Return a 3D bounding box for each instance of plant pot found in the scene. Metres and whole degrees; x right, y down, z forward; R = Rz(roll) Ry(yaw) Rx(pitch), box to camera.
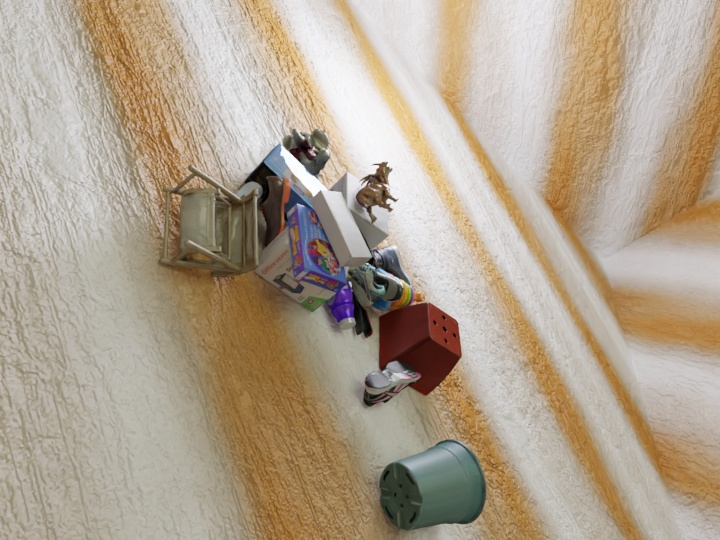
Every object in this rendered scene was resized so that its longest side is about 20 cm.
[{"bbox_3d":[0.162,0.521,1.364,0.194,0.200,0.202,3,56,-39],"label":"plant pot"},{"bbox_3d":[0.186,0.210,1.675,0.199,0.176,0.201,33,38,-27],"label":"plant pot"}]

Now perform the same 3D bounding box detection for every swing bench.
[{"bbox_3d":[-0.347,-0.104,1.336,0.199,0.129,0.201,18,58,-43],"label":"swing bench"}]

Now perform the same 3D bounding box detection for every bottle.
[{"bbox_3d":[-0.062,0.066,1.591,0.065,0.084,0.202,2,58,-35],"label":"bottle"}]

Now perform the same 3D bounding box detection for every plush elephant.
[{"bbox_3d":[-0.178,-0.376,1.797,0.200,0.163,0.157,17,54,-81],"label":"plush elephant"}]

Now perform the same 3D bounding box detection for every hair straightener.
[{"bbox_3d":[-0.018,0.098,1.653,0.076,0.041,0.202,20,45,-39],"label":"hair straightener"}]

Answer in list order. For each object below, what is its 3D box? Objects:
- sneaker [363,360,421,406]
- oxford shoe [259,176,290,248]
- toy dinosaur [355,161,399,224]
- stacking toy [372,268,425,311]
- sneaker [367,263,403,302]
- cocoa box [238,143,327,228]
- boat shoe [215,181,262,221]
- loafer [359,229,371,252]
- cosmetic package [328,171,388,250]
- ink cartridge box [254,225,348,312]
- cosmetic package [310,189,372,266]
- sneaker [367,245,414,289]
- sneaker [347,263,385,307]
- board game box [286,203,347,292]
[{"bbox_3d":[0.075,0.308,1.536,0.198,0.087,0.080,-5,34,-41],"label":"sneaker"},{"bbox_3d":[-0.241,-0.152,1.526,0.072,0.071,0.203,7,96,-26],"label":"oxford shoe"},{"bbox_3d":[0.033,-0.220,1.614,0.136,0.086,0.200,47,45,6],"label":"toy dinosaur"},{"bbox_3d":[0.125,0.073,1.758,0.198,0.111,0.116,12,13,-40],"label":"stacking toy"},{"bbox_3d":[0.041,0.036,1.649,0.199,0.075,0.079,27,12,37],"label":"sneaker"},{"bbox_3d":[-0.217,-0.232,1.633,0.200,0.131,0.134,42,35,-15],"label":"cocoa box"},{"bbox_3d":[-0.334,-0.162,1.488,0.069,0.057,0.200,50,52,-1],"label":"boat shoe"},{"bbox_3d":[-0.025,-0.088,1.580,0.068,0.070,0.201,-52,130,-15],"label":"loafer"},{"bbox_3d":[-0.041,-0.144,1.705,0.165,0.200,0.169,30,39,-29],"label":"cosmetic package"},{"bbox_3d":[-0.152,-0.004,1.490,0.199,0.145,0.088,39,35,-20],"label":"ink cartridge box"},{"bbox_3d":[-0.051,-0.106,1.446,0.082,0.050,0.202,1,59,-53],"label":"cosmetic package"},{"bbox_3d":[0.087,0.021,1.822,0.145,0.077,0.204,-8,70,-48],"label":"sneaker"},{"bbox_3d":[0.000,0.000,1.580,0.201,0.086,0.078,58,17,-19],"label":"sneaker"},{"bbox_3d":[-0.109,-0.056,1.416,0.134,0.045,0.202,22,44,-38],"label":"board game box"}]
